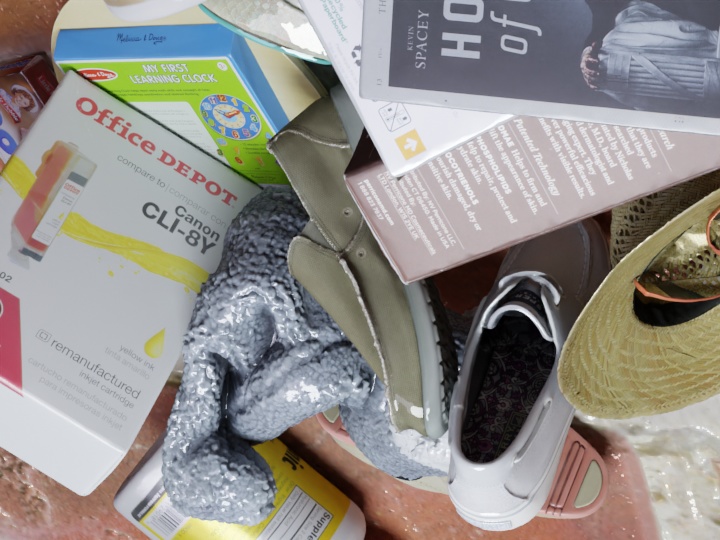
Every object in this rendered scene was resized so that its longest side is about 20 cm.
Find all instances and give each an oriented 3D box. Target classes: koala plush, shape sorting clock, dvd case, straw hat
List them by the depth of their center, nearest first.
[{"bbox_3d":[0.100,-0.136,0.760,0.199,0.025,0.151,7,107,12],"label":"dvd case"},{"bbox_3d":[0.171,-0.018,0.945,0.085,0.200,0.202,62,152,33],"label":"straw hat"},{"bbox_3d":[0.010,0.059,1.063,0.199,0.177,0.185,18,122,13],"label":"koala plush"},{"bbox_3d":[-0.096,-0.099,1.099,0.199,0.039,0.200,20,149,13],"label":"shape sorting clock"}]

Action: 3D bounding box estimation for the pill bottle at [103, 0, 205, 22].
[{"bbox_3d":[-0.124,-0.238,0.928,0.115,0.116,0.201,-7,123,39],"label":"pill bottle"}]

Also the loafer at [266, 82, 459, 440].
[{"bbox_3d":[0.000,0.000,0.978,0.069,0.201,0.075,-19,161,7],"label":"loafer"}]

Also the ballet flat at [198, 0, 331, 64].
[{"bbox_3d":[0.007,-0.138,0.979,0.199,0.068,0.063,23,129,1],"label":"ballet flat"}]

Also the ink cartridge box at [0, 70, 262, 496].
[{"bbox_3d":[-0.166,0.004,1.074,0.145,0.201,0.083,32,146,-9],"label":"ink cartridge box"}]

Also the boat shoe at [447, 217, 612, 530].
[{"bbox_3d":[0.087,0.037,0.969,0.072,0.201,0.069,15,148,20],"label":"boat shoe"}]

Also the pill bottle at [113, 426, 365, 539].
[{"bbox_3d":[-0.067,0.184,1.292,0.200,0.111,0.111,41,140,-4],"label":"pill bottle"}]

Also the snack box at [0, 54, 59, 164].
[{"bbox_3d":[-0.189,-0.051,1.222,0.072,0.024,0.201,-6,124,41],"label":"snack box"}]

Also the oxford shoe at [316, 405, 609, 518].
[{"bbox_3d":[0.069,0.115,1.178,0.199,0.071,0.074,21,158,23],"label":"oxford shoe"}]

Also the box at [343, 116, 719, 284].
[{"bbox_3d":[0.098,-0.075,0.893,0.199,0.100,0.075,-20,116,23],"label":"box"}]

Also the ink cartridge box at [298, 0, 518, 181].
[{"bbox_3d":[0.056,-0.170,0.798,0.199,0.043,0.199,-25,98,21],"label":"ink cartridge box"}]
